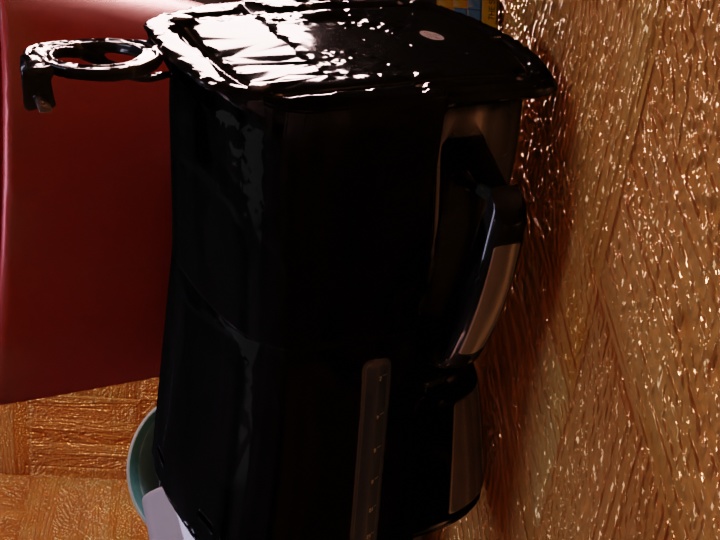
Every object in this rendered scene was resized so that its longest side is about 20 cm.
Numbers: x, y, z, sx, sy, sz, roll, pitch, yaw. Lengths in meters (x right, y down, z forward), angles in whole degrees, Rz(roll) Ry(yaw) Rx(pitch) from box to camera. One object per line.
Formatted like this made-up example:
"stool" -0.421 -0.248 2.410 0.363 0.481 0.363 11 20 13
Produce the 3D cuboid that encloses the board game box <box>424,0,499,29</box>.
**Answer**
"board game box" 0.027 -0.168 0.775 0.200 0.056 0.168 123 151 -78

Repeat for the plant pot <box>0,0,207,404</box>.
"plant pot" -0.089 -0.039 0.710 0.200 0.175 0.203 180 90 -70

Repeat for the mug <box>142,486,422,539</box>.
"mug" -0.019 0.187 0.793 0.149 0.185 0.155 -23 68 46

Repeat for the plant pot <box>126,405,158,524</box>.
"plant pot" -0.185 0.258 2.000 0.188 0.197 0.203 24 -111 -80

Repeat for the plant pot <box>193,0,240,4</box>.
"plant pot" -0.059 -0.216 1.074 0.201 0.197 0.201 -104 11 -70

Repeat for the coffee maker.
"coffee maker" -0.033 0.005 0.593 0.135 0.189 0.202 -99 14 -64

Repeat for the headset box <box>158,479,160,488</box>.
"headset box" -0.071 0.129 1.097 0.077 0.147 0.203 108 165 -66
